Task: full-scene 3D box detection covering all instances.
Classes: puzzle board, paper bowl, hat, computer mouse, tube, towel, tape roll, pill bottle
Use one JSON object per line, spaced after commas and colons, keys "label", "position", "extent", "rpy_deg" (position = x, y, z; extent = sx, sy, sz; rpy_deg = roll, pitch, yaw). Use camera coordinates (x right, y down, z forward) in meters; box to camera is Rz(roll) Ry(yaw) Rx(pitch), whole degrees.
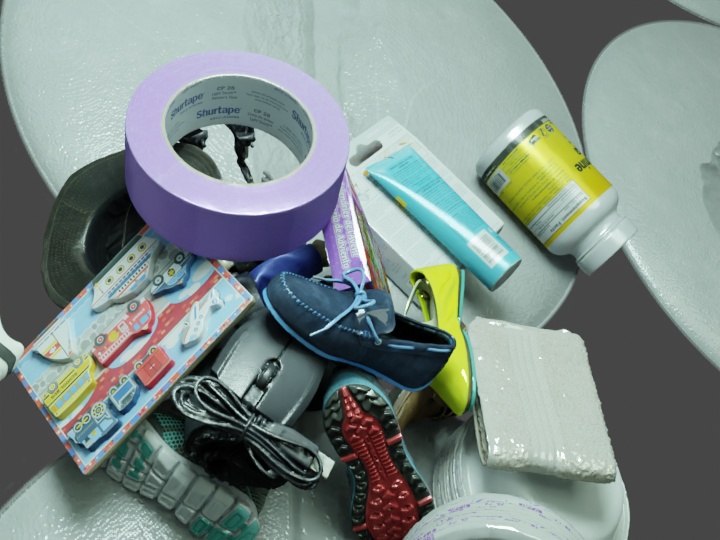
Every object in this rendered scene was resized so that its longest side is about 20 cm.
{"label": "puzzle board", "position": [-0.203, 0.054, 0.882], "extent": [0.200, 0.017, 0.151], "rpy_deg": [-46, 56, -5]}
{"label": "paper bowl", "position": [0.119, 0.295, 0.897], "extent": [0.200, 0.201, 0.104], "rpy_deg": [38, 16, 0]}
{"label": "hat", "position": [-0.205, -0.029, 0.984], "extent": [0.198, 0.081, 0.203], "rpy_deg": [-8, 64, 17]}
{"label": "computer mouse", "position": [-0.068, 0.084, 0.854], "extent": [0.138, 0.053, 0.200], "rpy_deg": [33, 23, -7]}
{"label": "tube", "position": [0.097, -0.064, 1.162], "extent": [0.200, 0.051, 0.077], "rpy_deg": [47, 45, 14]}
{"label": "towel", "position": [0.171, 0.120, 0.993], "extent": [0.131, 0.035, 0.201], "rpy_deg": [9, 37, -9]}
{"label": "paper bowl", "position": [0.181, 0.221, 1.022], "extent": [0.198, 0.105, 0.203], "rpy_deg": [14, 52, -19]}
{"label": "tape roll", "position": [-0.111, -0.106, 0.918], "extent": [0.197, 0.066, 0.202], "rpy_deg": [6, 51, -8]}
{"label": "pill bottle", "position": [0.248, -0.095, 1.277], "extent": [0.200, 0.113, 0.112], "rpy_deg": [48, 50, 8]}

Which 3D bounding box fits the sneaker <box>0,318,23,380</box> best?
{"label": "sneaker", "position": [-0.371, 0.022, 0.898], "extent": [0.080, 0.074, 0.201], "rpy_deg": [-22, 76, -48]}

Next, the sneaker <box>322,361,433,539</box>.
{"label": "sneaker", "position": [0.018, 0.168, 0.952], "extent": [0.078, 0.202, 0.096], "rpy_deg": [-13, 27, 2]}

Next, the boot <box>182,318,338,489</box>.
{"label": "boot", "position": [-0.081, 0.128, 0.920], "extent": [0.199, 0.076, 0.169], "rpy_deg": [28, 27, -34]}

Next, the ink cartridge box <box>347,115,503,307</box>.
{"label": "ink cartridge box", "position": [0.053, -0.074, 1.204], "extent": [0.200, 0.047, 0.160], "rpy_deg": [44, 50, 8]}

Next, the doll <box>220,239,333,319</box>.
{"label": "doll", "position": [-0.108, 0.045, 1.010], "extent": [0.198, 0.048, 0.138], "rpy_deg": [-25, 108, -26]}

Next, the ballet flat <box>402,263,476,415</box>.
{"label": "ballet flat", "position": [0.075, 0.065, 1.024], "extent": [0.066, 0.067, 0.201], "rpy_deg": [8, 40, -5]}

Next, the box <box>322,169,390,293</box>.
{"label": "box", "position": [0.000, 0.000, 1.032], "extent": [0.039, 0.200, 0.138], "rpy_deg": [-16, 62, 5]}

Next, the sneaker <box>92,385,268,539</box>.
{"label": "sneaker", "position": [-0.164, 0.161, 0.919], "extent": [0.199, 0.078, 0.091], "rpy_deg": [40, 32, -3]}

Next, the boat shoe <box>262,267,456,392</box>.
{"label": "boat shoe", "position": [0.003, 0.039, 0.894], "extent": [0.199, 0.069, 0.085], "rpy_deg": [24, 32, -41]}

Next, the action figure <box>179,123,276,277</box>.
{"label": "action figure", "position": [-0.124, -0.066, 1.052], "extent": [0.118, 0.202, 0.102], "rpy_deg": [-20, 28, -11]}

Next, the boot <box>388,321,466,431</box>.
{"label": "boot", "position": [0.076, 0.130, 1.062], "extent": [0.076, 0.074, 0.200], "rpy_deg": [47, 46, 0]}
